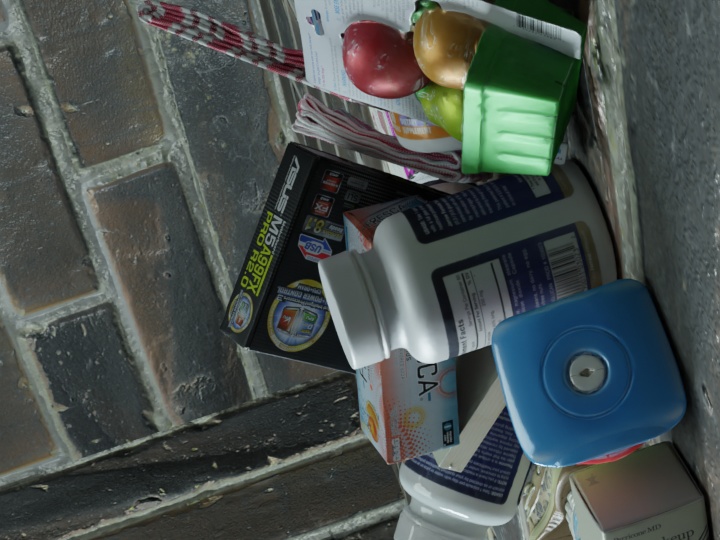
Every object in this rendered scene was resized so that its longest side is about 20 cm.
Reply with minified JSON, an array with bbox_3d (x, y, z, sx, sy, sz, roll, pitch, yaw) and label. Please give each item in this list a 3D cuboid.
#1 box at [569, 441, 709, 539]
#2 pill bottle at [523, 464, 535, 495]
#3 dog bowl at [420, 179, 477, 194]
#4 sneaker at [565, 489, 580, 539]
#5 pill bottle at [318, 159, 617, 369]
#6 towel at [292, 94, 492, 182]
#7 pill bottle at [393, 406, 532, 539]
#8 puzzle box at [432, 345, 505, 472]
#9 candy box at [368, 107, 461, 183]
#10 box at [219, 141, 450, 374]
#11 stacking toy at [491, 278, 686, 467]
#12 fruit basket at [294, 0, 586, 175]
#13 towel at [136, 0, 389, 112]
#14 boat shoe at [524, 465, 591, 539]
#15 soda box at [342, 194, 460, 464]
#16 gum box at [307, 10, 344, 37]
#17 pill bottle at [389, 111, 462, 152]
[{"bbox_3d":[0.210,0.227,1.198,0.069,0.081,0.202,-115,7,-55],"label":"box"},{"bbox_3d":[0.118,0.130,1.683,0.112,0.111,0.202,-134,27,-79],"label":"pill bottle"},{"bbox_3d":[0.064,0.020,1.499,0.074,0.199,0.201,43,158,36],"label":"dog bowl"},{"bbox_3d":[0.210,0.258,1.326,0.090,0.078,0.202,-121,14,-55],"label":"sneaker"},{"bbox_3d":[0.075,0.001,1.197,0.111,0.198,0.112,162,90,-85],"label":"pill bottle"},{"bbox_3d":[0.033,-0.108,1.386,0.200,0.145,0.030,-14,-57,-77],"label":"towel"},{"bbox_3d":[0.099,0.155,1.463,0.111,0.110,0.202,-139,68,-80],"label":"pill bottle"},{"bbox_3d":[0.102,0.048,1.370,0.201,0.025,0.134,-59,31,25],"label":"puzzle box"},{"bbox_3d":[0.052,-0.161,1.673,0.200,0.060,0.138,146,105,-84],"label":"candy box"},{"bbox_3d":[0.000,0.000,1.340,0.044,0.199,0.162,29,100,50],"label":"box"},{"bbox_3d":[0.166,0.089,1.177,0.200,0.115,0.111,50,-158,-73],"label":"stacking toy"},{"bbox_3d":[0.050,-0.146,1.101,0.198,0.094,0.186,25,160,14],"label":"fruit basket"},{"bbox_3d":[-0.063,-0.171,1.310,0.030,0.198,0.146,-69,-14,6],"label":"towel"},{"bbox_3d":[0.184,0.193,1.460,0.201,0.072,0.063,99,161,-55],"label":"boat shoe"},{"bbox_3d":[0.033,0.047,1.308,0.064,0.068,0.202,-131,33,-57],"label":"soda box"},{"bbox_3d":[-0.012,-0.239,1.418,0.200,0.065,0.115,-152,47,-80],"label":"gum box"},{"bbox_3d":[0.056,-0.198,1.215,0.112,0.111,0.202,-122,15,-70],"label":"pill bottle"}]
